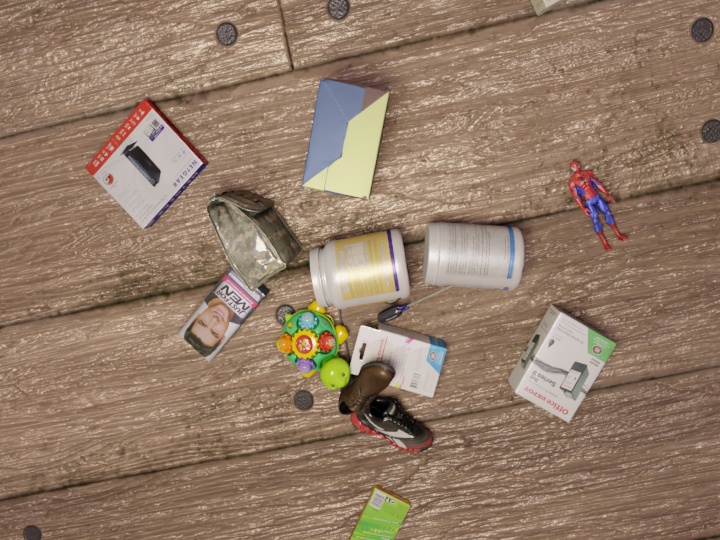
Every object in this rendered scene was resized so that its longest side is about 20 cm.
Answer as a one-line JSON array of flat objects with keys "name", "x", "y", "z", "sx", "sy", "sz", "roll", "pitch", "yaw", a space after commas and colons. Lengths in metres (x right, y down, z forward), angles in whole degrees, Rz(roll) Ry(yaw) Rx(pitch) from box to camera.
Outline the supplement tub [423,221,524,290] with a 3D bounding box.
[{"name": "supplement tub", "x": 0.233, "y": -0.030, "z": 1.266, "sx": 0.194, "sy": 0.132, "sz": 0.136, "roll": 5, "pitch": 99, "yaw": 1}]

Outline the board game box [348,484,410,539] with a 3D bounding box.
[{"name": "board game box", "x": 0.034, "y": 0.616, "z": 1.428, "sx": 0.094, "sy": 0.030, "sz": 0.204, "roll": 25, "pitch": 96, "yaw": -1}]

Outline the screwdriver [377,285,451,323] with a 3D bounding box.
[{"name": "screwdriver", "x": 0.117, "y": 0.074, "z": 1.300, "sx": 0.197, "sy": 0.028, "sz": 0.030, "roll": -22, "pitch": 107, "yaw": 32}]

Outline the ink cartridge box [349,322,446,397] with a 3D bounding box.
[{"name": "ink cartridge box", "x": 0.081, "y": 0.191, "z": 1.338, "sx": 0.194, "sy": 0.068, "sz": 0.118, "roll": 16, "pitch": 100, "yaw": -1}]

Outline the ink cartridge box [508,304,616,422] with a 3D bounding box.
[{"name": "ink cartridge box", "x": 0.435, "y": 0.203, "z": 1.318, "sx": 0.143, "sy": 0.084, "sz": 0.204, "roll": 27, "pitch": 100, "yaw": -2}]

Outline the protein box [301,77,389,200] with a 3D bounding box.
[{"name": "protein box", "x": -0.026, "y": -0.256, "z": 1.205, "sx": 0.131, "sy": 0.200, "sz": 0.205, "roll": 11, "pitch": 99, "yaw": 0}]

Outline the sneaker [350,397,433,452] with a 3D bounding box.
[{"name": "sneaker", "x": 0.078, "y": 0.339, "z": 1.347, "sx": 0.196, "sy": 0.072, "sz": 0.099, "roll": 24, "pitch": 132, "yaw": -1}]

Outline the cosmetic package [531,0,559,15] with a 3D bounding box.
[{"name": "cosmetic package", "x": 0.428, "y": -0.608, "z": 1.196, "sx": 0.196, "sy": 0.073, "sz": 0.106, "roll": -26, "pitch": 97, "yaw": 6}]

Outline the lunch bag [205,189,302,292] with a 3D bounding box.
[{"name": "lunch bag", "x": -0.226, "y": -0.083, "z": 1.258, "sx": 0.116, "sy": 0.164, "sz": 0.202, "roll": -34, "pitch": 97, "yaw": 13}]

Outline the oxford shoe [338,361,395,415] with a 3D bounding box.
[{"name": "oxford shoe", "x": 0.013, "y": 0.257, "z": 1.275, "sx": 0.071, "sy": 0.086, "sz": 0.201, "roll": 27, "pitch": 138, "yaw": -11}]

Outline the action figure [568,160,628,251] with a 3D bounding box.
[{"name": "action figure", "x": 0.497, "y": -0.143, "z": 1.281, "sx": 0.064, "sy": 0.052, "sz": 0.203, "roll": -31, "pitch": 94, "yaw": 10}]

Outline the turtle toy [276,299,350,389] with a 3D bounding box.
[{"name": "turtle toy", "x": -0.097, "y": 0.171, "z": 1.315, "sx": 0.200, "sy": 0.101, "sz": 0.146, "roll": 45, "pitch": 98, "yaw": 5}]

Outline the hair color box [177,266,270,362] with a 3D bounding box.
[{"name": "hair color box", "x": -0.303, "y": 0.092, "z": 1.342, "sx": 0.099, "sy": 0.061, "sz": 0.201, "roll": 41, "pitch": 99, "yaw": -4}]

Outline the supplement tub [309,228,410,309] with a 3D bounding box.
[{"name": "supplement tub", "x": 0.000, "y": 0.000, "z": 1.273, "sx": 0.194, "sy": 0.146, "sz": 0.150, "roll": -9, "pitch": 99, "yaw": 4}]

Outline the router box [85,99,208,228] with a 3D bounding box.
[{"name": "router box", "x": -0.458, "y": -0.228, "z": 1.303, "sx": 0.200, "sy": 0.049, "sz": 0.180, "roll": -44, "pitch": 95, "yaw": 8}]
